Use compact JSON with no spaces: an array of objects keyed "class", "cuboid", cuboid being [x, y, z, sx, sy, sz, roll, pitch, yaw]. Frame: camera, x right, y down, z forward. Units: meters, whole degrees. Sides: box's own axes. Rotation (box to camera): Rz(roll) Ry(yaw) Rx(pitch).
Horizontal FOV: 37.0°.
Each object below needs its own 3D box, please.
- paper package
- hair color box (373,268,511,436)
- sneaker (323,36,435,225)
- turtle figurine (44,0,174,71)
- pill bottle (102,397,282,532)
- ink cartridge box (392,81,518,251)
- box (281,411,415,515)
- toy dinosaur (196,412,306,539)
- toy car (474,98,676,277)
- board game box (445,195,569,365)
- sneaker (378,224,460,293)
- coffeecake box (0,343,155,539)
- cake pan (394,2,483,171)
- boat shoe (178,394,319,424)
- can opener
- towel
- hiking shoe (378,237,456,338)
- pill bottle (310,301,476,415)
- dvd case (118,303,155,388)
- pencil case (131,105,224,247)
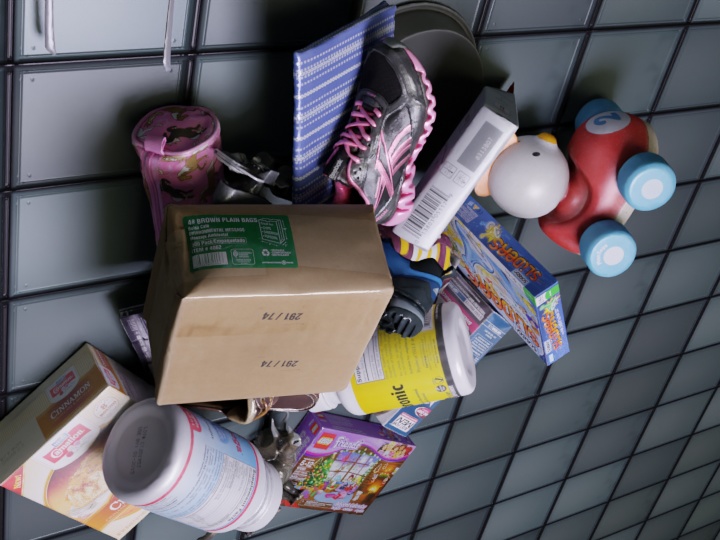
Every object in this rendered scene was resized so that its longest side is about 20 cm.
[{"class":"paper package","cuboid":[-0.090,0.031,0.998,0.199,0.104,0.191,-2,144,-21]},{"class":"hair color box","cuboid":[0.085,0.102,1.365,0.200,0.100,0.060,-47,141,8]},{"class":"sneaker","cuboid":[0.009,-0.117,1.005,0.095,0.079,0.201,-24,134,-35]},{"class":"turtle figurine","cuboid":[-0.187,-0.260,0.786,0.200,0.144,0.194,-43,137,-3]},{"class":"pill bottle","cuboid":[-0.171,0.216,1.147,0.109,0.109,0.200,-45,141,5]},{"class":"ink cartridge box","cuboid":[0.103,-0.125,1.145,0.057,0.200,0.163,31,113,-10]},{"class":"box","cuboid":[-0.032,0.266,1.471,0.199,0.039,0.137,20,112,-46]},{"class":"toy dinosaur","cuboid":[-0.135,0.268,1.367,0.200,0.103,0.077,-37,177,14]},{"class":"toy car","cuboid":[0.224,-0.118,1.247,0.199,0.185,0.178,15,118,-19]},{"class":"board game box","cuboid":[0.165,0.002,1.259,0.034,0.200,0.136,-32,139,-9]},{"class":"sneaker","cuboid":[0.053,-0.032,1.248,0.090,0.075,0.200,-48,147,-5]},{"class":"coffeecake box","cuboid":[-0.281,0.192,1.178,0.153,0.073,0.200,-42,140,1]},{"class":"cake pan","cuboid":[0.049,-0.180,1.128,0.199,0.037,0.201,-22,137,-22]},{"class":"boat shoe","cuboid":[-0.129,0.139,1.183,0.199,0.072,0.072,18,133,-35]},{"class":"can opener","cuboid":[-0.090,-0.077,1.041,0.067,0.053,0.200,-59,163,6]},{"class":"towel","cuboid":[-0.020,-0.142,1.023,0.145,0.024,0.201,-39,145,-40]},{"class":"hiking shoe","cuboid":[0.000,0.000,1.147,0.087,0.199,0.075,-53,151,-21]},{"class":"pill bottle","cuboid":[0.029,0.109,1.275,0.199,0.112,0.112,-12,142,14]},{"class":"dvd case","cuboid":[-0.142,0.062,1.153,0.198,0.016,0.149,-13,145,-3]},{"class":"pencil case","cuboid":[-0.166,-0.062,1.030,0.082,0.087,0.201,-6,132,-7]}]
